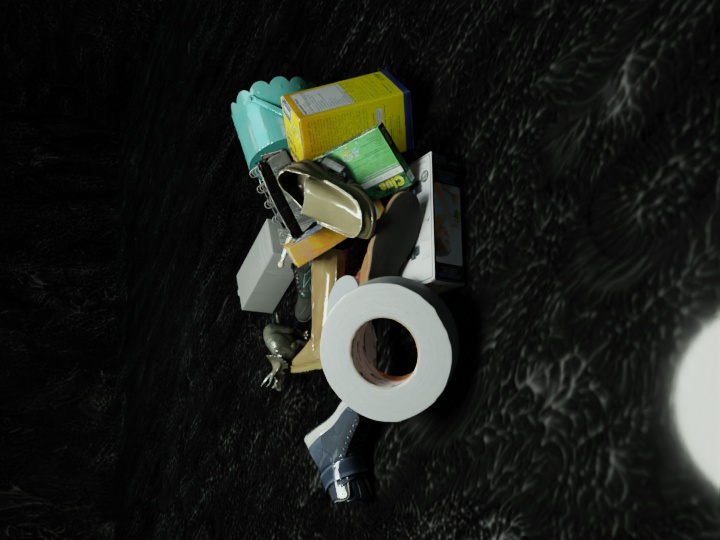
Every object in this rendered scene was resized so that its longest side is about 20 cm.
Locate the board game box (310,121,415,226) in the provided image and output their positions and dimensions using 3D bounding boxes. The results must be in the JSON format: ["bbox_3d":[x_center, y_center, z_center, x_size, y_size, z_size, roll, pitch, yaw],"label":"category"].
[{"bbox_3d":[-0.018,-0.148,1.200,0.198,0.106,0.024,-20,20,36],"label":"board game box"}]

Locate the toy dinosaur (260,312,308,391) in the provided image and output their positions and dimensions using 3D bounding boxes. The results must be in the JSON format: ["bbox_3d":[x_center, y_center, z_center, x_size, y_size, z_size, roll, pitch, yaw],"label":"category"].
[{"bbox_3d":[-0.158,0.144,1.545,0.077,0.101,0.202,-55,39,37],"label":"toy dinosaur"}]

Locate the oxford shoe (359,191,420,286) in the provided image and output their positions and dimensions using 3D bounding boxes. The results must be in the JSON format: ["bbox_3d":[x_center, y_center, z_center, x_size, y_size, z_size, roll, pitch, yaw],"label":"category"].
[{"bbox_3d":[0.034,-0.034,1.159,0.071,0.070,0.203,55,130,56],"label":"oxford shoe"}]

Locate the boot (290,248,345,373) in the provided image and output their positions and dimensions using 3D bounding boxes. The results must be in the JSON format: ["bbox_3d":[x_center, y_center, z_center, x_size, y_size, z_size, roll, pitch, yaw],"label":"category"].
[{"bbox_3d":[-0.071,0.078,1.345,0.174,0.065,0.204,-20,68,57],"label":"boot"}]

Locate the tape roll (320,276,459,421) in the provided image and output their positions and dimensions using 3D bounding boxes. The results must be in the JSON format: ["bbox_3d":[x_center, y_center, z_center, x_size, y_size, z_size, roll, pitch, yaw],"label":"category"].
[{"bbox_3d":[0.042,0.113,1.104,0.197,0.066,0.204,3,99,18],"label":"tape roll"}]

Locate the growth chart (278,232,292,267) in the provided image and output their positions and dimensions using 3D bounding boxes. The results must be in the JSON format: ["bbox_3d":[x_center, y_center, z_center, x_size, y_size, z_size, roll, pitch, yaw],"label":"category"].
[{"bbox_3d":[-0.121,-0.094,1.524,0.200,0.017,0.147,-68,0,-76],"label":"growth chart"}]

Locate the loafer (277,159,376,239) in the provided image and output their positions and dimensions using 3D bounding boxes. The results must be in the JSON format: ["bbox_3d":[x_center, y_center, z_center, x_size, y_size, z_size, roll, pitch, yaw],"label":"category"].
[{"bbox_3d":[-0.055,-0.103,1.147,0.199,0.067,0.077,34,127,37],"label":"loafer"}]

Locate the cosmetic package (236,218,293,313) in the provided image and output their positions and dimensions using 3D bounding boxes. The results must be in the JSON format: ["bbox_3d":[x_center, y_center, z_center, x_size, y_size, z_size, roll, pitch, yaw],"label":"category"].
[{"bbox_3d":[-0.203,-0.007,1.688,0.201,0.089,0.108,-57,37,42],"label":"cosmetic package"}]

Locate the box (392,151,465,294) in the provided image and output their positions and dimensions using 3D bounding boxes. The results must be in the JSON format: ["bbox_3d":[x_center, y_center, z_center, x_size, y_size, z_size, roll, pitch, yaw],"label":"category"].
[{"bbox_3d":[0.103,-0.066,1.174,0.116,0.059,0.204,-26,60,56],"label":"box"}]

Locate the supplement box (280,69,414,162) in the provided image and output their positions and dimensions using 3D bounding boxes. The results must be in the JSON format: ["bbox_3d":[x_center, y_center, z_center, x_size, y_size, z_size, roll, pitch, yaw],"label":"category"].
[{"bbox_3d":[-0.021,-0.250,1.282,0.109,0.197,0.111,-123,21,-51],"label":"supplement box"}]

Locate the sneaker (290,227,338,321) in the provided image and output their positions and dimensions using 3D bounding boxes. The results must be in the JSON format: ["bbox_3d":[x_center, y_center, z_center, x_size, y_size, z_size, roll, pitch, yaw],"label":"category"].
[{"bbox_3d":[-0.108,0.006,1.519,0.075,0.078,0.203,42,120,56],"label":"sneaker"}]

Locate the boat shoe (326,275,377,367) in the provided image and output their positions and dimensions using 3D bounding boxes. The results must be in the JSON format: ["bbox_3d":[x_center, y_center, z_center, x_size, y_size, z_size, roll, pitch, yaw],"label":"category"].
[{"bbox_3d":[-0.005,0.110,1.230,0.070,0.070,0.203,-20,65,27],"label":"boat shoe"}]

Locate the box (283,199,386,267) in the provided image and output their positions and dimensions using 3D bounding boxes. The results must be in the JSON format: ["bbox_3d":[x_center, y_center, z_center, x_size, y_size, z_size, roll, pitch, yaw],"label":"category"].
[{"bbox_3d":[-0.037,-0.076,1.305,0.042,0.198,0.119,58,173,-9],"label":"box"}]

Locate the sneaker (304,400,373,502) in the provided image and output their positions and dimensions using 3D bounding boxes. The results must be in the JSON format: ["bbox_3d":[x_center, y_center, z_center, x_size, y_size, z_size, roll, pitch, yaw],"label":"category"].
[{"bbox_3d":[-0.003,0.296,1.259,0.203,0.076,0.148,-48,51,33],"label":"sneaker"}]

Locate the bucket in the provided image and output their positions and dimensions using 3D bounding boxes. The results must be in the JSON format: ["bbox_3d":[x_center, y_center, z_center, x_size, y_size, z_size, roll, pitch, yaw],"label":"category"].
[{"bbox_3d":[-0.160,-0.289,1.571,0.207,0.204,0.137,-40,61,50],"label":"bucket"}]

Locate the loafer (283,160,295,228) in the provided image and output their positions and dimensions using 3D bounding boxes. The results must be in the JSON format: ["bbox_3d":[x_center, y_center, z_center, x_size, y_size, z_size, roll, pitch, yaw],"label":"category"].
[{"bbox_3d":[-0.136,-0.155,1.577,0.201,0.072,0.072,103,-177,-56],"label":"loafer"}]

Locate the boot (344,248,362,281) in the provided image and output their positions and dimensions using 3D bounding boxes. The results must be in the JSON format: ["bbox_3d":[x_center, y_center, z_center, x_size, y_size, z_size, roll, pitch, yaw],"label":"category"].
[{"bbox_3d":[0.000,0.000,1.336,0.200,0.071,0.146,-51,39,48],"label":"boot"}]

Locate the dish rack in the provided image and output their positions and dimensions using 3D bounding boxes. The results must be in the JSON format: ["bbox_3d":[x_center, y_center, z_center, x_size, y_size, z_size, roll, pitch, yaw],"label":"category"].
[{"bbox_3d":[-0.130,-0.124,1.264,0.054,0.155,0.200,-25,11,15],"label":"dish rack"}]
